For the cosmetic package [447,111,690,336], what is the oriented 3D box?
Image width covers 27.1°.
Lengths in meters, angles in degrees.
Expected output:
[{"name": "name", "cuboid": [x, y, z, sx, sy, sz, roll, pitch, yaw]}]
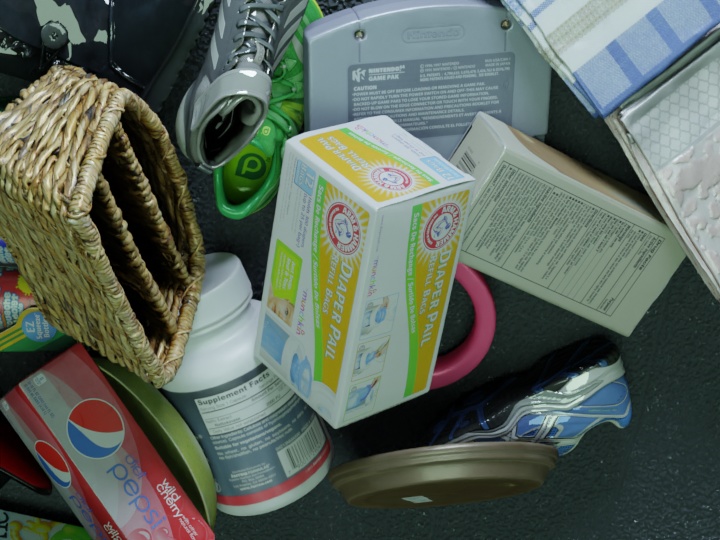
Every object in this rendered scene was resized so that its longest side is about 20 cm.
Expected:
[{"name": "cosmetic package", "cuboid": [0.157, -0.035, 1.202, 0.199, 0.071, 0.106, 24, 111, -26]}]

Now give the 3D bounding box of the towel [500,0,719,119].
[{"name": "towel", "cuboid": [0.173, -0.233, 1.127, 0.147, 0.024, 0.200, -39, 93, 6]}]

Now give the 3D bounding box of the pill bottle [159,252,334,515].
[{"name": "pill bottle", "cuboid": [-0.108, 0.093, 1.262, 0.119, 0.120, 0.201, -17, 113, 8]}]

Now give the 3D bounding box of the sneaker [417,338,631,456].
[{"name": "sneaker", "cuboid": [0.144, 0.134, 1.304, 0.199, 0.076, 0.077, -23, 110, 13]}]

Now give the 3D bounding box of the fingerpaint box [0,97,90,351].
[{"name": "fingerpaint box", "cuboid": [-0.306, -0.036, 1.227, 0.165, 0.073, 0.202, 0, 115, 1]}]

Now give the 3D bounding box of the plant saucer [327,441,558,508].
[{"name": "plant saucer", "cuboid": [0.071, 0.177, 1.274, 0.198, 0.200, 0.030, -6, 75, 3]}]

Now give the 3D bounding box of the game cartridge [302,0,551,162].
[{"name": "game cartridge", "cuboid": [0.053, -0.149, 1.173, 0.198, 0.041, 0.134, -6, 122, -11]}]

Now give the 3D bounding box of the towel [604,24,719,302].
[{"name": "towel", "cuboid": [0.315, -0.106, 1.178, 0.200, 0.032, 0.192, -38, 108, -5]}]

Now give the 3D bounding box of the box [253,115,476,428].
[{"name": "box", "cuboid": [0.000, 0.000, 1.145, 0.101, 0.112, 0.201, -18, 131, -38]}]

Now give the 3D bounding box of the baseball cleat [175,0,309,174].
[{"name": "baseball cleat", "cuboid": [-0.074, -0.164, 1.084, 0.069, 0.106, 0.202, 16, 103, -22]}]

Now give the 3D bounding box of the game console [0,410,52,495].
[{"name": "game console", "cuboid": [-0.373, 0.144, 1.261, 0.199, 0.119, 0.172, 35, 123, -21]}]

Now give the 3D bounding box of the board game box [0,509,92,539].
[{"name": "board game box", "cuboid": [-0.301, 0.295, 1.356, 0.198, 0.105, 0.104, 13, 126, -6]}]

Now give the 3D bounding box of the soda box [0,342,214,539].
[{"name": "soda box", "cuboid": [-0.207, 0.164, 1.221, 0.201, 0.070, 0.063, 55, 144, -2]}]

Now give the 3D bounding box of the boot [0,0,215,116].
[{"name": "boot", "cuboid": [-0.202, -0.213, 1.142, 0.167, 0.077, 0.201, 25, 119, -15]}]

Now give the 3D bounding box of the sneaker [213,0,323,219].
[{"name": "sneaker", "cuboid": [-0.072, -0.129, 1.177, 0.073, 0.084, 0.202, 13, 114, -1]}]

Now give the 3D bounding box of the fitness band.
[{"name": "fitness band", "cuboid": [0.022, 0.022, 1.274, 0.199, 0.037, 0.144, 30, 112, -12]}]

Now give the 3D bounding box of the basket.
[{"name": "basket", "cuboid": [-0.175, -0.039, 1.113, 0.143, 0.148, 0.201, -45, 139, -26]}]

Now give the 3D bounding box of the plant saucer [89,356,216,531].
[{"name": "plant saucer", "cuboid": [-0.185, 0.152, 1.280, 0.031, 0.199, 0.201, -36, 118, -31]}]
